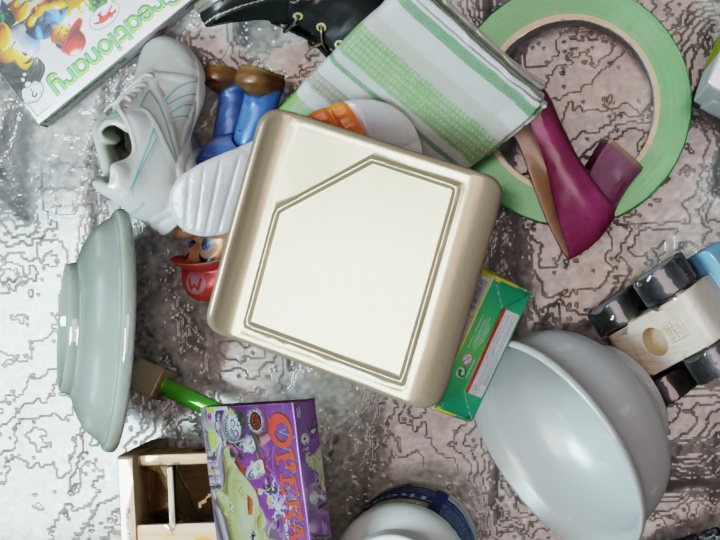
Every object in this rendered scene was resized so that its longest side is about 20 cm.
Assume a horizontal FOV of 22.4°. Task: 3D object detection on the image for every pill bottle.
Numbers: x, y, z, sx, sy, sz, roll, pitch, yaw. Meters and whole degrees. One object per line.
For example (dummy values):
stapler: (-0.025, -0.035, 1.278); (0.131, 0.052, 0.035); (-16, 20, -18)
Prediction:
pill bottle: (0.035, 0.237, 1.464); (0.110, 0.200, 0.112); (0, 91, 7)

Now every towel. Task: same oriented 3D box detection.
towel: (0.038, -0.134, 1.453); (0.149, 0.031, 0.200); (41, 136, -11)

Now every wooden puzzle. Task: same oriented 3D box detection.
wooden puzzle: (-0.005, -0.011, 1.404); (0.199, 0.037, 0.186); (18, 100, 15)

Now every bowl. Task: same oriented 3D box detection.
bowl: (0.184, 0.123, 1.468); (0.090, 0.201, 0.202); (-32, 86, -25)

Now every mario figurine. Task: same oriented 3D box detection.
mario figurine: (-0.123, -0.074, 1.524); (0.105, 0.123, 0.201); (8, 88, -5)

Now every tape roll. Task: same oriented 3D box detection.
tape roll: (0.175, -0.137, 1.516); (0.199, 0.048, 0.202); (0, 91, 8)

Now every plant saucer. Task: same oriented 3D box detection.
plant saucer: (-0.221, 0.048, 1.495); (0.050, 0.200, 0.201); (3, 92, -15)

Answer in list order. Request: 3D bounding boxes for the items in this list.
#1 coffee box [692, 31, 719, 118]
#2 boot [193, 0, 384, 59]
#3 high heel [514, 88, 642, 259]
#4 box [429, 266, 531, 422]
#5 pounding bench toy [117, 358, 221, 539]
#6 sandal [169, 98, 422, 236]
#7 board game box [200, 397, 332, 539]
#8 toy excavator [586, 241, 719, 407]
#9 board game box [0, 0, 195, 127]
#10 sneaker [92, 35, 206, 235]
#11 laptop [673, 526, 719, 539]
coffee box: (0.390, -0.188, 1.409); (0.199, 0.200, 0.199); (24, 93, 6)
boot: (-0.025, -0.184, 1.503); (0.203, 0.073, 0.155); (-16, 92, -22)
high heel: (0.125, -0.102, 1.463); (0.200, 0.067, 0.096); (36, 85, 2)
box: (0.048, 0.035, 1.488); (0.048, 0.200, 0.118); (22, 95, -35)
pounding bench toy: (-0.112, 0.170, 1.521); (0.155, 0.124, 0.201); (-3, 90, 8)
sandal: (-0.054, -0.085, 1.458); (0.206, 0.059, 0.080); (-16, 100, -1)
board game box: (-0.068, 0.201, 1.405); (0.120, 0.032, 0.201); (-8, 89, 44)
toy excavator: (0.312, 0.006, 1.479); (0.100, 0.200, 0.194); (55, 141, 2)
board game box: (-0.237, -0.236, 1.577); (0.200, 0.035, 0.126); (-39, 86, 7)
sneaker: (-0.177, -0.127, 1.506); (0.080, 0.201, 0.070); (26, 133, -31)
laptop: (0.326, 0.289, 1.522); (0.199, 0.103, 0.178); (-25, 87, 33)
